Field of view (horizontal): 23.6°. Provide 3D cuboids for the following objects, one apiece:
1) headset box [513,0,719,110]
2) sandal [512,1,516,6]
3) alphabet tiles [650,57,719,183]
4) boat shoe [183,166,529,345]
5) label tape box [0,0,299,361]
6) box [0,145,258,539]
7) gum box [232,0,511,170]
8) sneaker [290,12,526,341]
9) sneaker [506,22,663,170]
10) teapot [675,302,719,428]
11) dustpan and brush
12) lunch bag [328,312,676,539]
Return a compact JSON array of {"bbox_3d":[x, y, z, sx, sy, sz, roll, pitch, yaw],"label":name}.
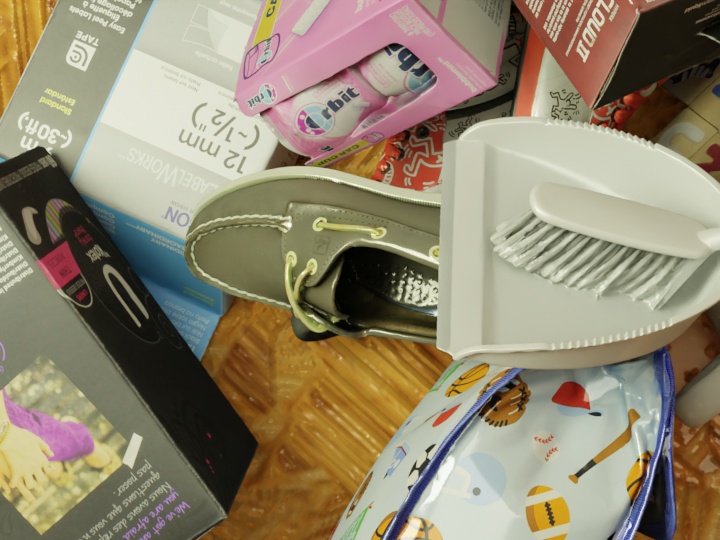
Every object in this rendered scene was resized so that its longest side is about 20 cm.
[{"bbox_3d":[0.128,-0.175,0.770,0.149,0.077,0.200,-23,67,-21],"label":"headset box"},{"bbox_3d":[0.149,-0.163,0.919,0.203,0.050,0.083,23,85,9],"label":"sandal"},{"bbox_3d":[0.207,-0.083,0.830,0.200,0.167,0.008,-43,123,5],"label":"alphabet tiles"},{"bbox_3d":[-0.001,-0.002,0.819,0.202,0.072,0.060,5,39,23],"label":"boat shoe"},{"bbox_3d":[-0.116,-0.062,0.927,0.143,0.066,0.200,24,84,8],"label":"label tape box"},{"bbox_3d":[-0.154,0.052,0.857,0.106,0.122,0.200,-34,97,10],"label":"box"},{"bbox_3d":[0.016,-0.149,0.851,0.113,0.066,0.200,-25,38,37],"label":"gum box"},{"bbox_3d":[0.029,-0.054,0.911,0.201,0.067,0.108,-33,80,-2],"label":"sneaker"},{"bbox_3d":[0.134,-0.106,0.843,0.108,0.067,0.202,10,78,5],"label":"sneaker"},{"bbox_3d":[0.254,-0.018,0.842,0.197,0.146,0.200,3,84,7],"label":"teapot"},{"bbox_3d":[0.138,-0.011,0.744,0.200,0.057,0.140,11,47,-7],"label":"dustpan and brush"},{"bbox_3d":[0.072,0.106,0.828,0.124,0.170,0.200,31,86,-4],"label":"lunch bag"}]
